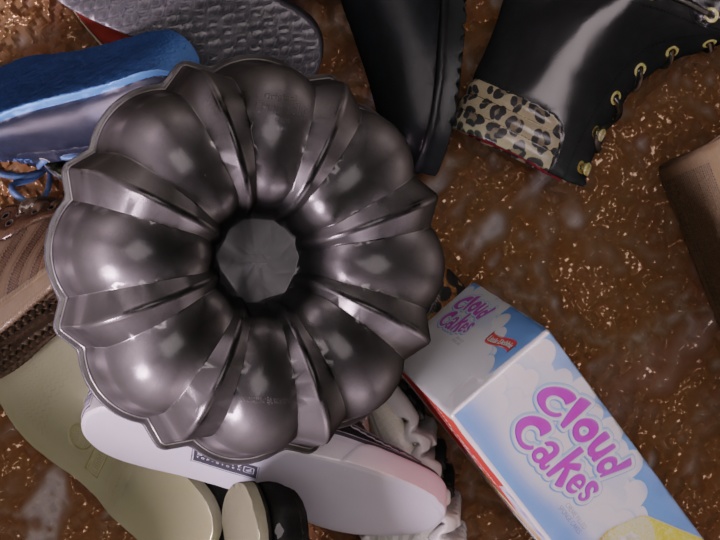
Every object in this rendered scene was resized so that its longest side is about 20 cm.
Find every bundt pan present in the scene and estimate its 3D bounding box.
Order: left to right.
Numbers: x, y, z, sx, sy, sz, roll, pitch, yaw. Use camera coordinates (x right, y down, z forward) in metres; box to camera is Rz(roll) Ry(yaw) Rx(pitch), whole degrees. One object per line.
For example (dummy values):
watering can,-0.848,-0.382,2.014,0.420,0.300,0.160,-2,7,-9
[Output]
bundt pan,-0.048,-0.005,0.735,0.199,0.076,0.205,0,91,-15

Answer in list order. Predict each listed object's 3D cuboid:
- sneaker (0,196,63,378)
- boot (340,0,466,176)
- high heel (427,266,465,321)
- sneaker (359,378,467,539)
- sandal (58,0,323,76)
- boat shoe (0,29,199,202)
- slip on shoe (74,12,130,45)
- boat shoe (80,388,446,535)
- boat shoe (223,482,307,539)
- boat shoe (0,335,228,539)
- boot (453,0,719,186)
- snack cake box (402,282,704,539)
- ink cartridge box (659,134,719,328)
sneaker,-0.164,-0.012,0.818,0.199,0.070,0.076,-30,69,20
boot,-0.024,-0.159,0.880,0.166,0.076,0.203,4,83,-4
high heel,0.000,0.000,0.843,0.199,0.143,0.072,35,86,0
sneaker,0.025,0.160,0.879,0.080,0.075,0.203,-14,88,7
sandal,-0.110,-0.156,0.835,0.199,0.043,0.076,37,103,-10
boat shoe,-0.163,-0.073,0.844,0.084,0.198,0.069,-54,128,-36
slip on shoe,-0.169,-0.203,0.875,0.074,0.061,0.201,-33,86,29
boat shoe,-0.046,0.083,0.826,0.197,0.072,0.068,16,51,-2
boat shoe,-0.039,0.173,0.818,0.062,0.203,0.074,-8,49,-10
boat shoe,-0.140,0.080,0.881,0.201,0.063,0.074,43,118,13
boot,0.162,-0.115,0.892,0.201,0.073,0.155,23,92,-1
snack cake box,0.110,0.111,0.830,0.067,0.115,0.201,-39,109,-2
ink cartridge box,0.244,0.015,0.840,0.074,0.165,0.202,-21,89,-2
